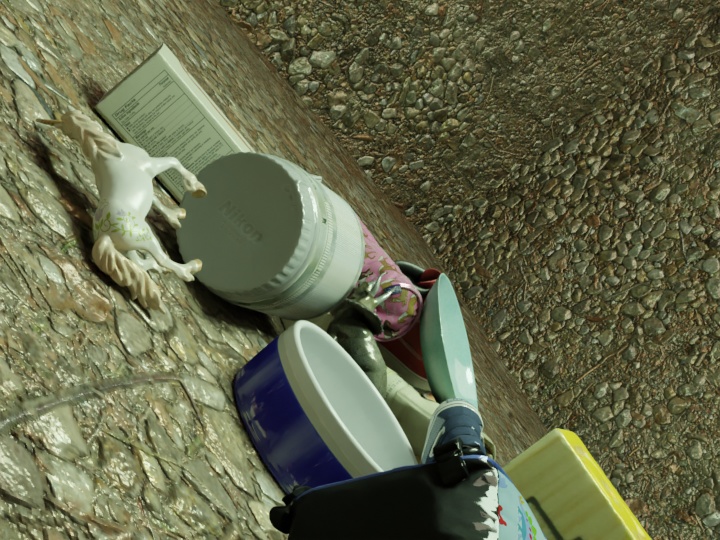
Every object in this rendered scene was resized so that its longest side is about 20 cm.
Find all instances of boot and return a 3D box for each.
[{"bbox_3d":[0.087,0.073,1.214,0.199,0.144,0.073,36,33,-22],"label":"boot"},{"bbox_3d":[0.089,0.206,1.067,0.154,0.072,0.201,28,-22,35],"label":"boot"},{"bbox_3d":[0.083,0.235,0.900,0.090,0.072,0.202,-86,-179,-73],"label":"boot"}]

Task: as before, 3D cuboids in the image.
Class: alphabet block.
[{"bbox_3d":[0.237,0.337,1.145,0.197,0.199,0.195,55,8,19],"label":"alphabet block"}]

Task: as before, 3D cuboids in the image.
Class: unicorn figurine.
[{"bbox_3d":[-0.205,-0.067,0.806,0.137,0.074,0.201,31,27,-40],"label":"unicorn figurine"}]

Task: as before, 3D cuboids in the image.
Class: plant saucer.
[{"bbox_3d":[0.105,0.106,1.120,0.201,0.038,0.203,-13,90,-76],"label":"plant saucer"}]

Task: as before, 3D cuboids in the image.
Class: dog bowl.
[{"bbox_3d":[-0.029,0.151,0.873,0.201,0.079,0.200,52,8,-10],"label":"dog bowl"}]

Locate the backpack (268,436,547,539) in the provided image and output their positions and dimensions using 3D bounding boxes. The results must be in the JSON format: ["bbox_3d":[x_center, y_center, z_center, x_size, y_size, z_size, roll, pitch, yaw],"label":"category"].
[{"bbox_3d":[0.051,0.244,0.626,0.200,0.182,0.148,52,31,-29],"label":"backpack"}]

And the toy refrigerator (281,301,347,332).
[{"bbox_3d":[-0.073,0.027,1.181,0.076,0.070,0.201,35,18,-42],"label":"toy refrigerator"}]

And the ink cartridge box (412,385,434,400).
[{"bbox_3d":[0.086,0.153,1.287,0.202,0.050,0.162,64,30,-13],"label":"ink cartridge box"}]

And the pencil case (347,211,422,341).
[{"bbox_3d":[0.000,0.000,1.127,0.087,0.082,0.200,57,-2,-42],"label":"pencil case"}]

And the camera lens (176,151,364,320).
[{"bbox_3d":[-0.092,-0.033,1.000,0.161,0.159,0.200,55,9,18],"label":"camera lens"}]

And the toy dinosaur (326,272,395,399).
[{"bbox_3d":[-0.011,0.107,0.995,0.077,0.101,0.202,18,62,-64],"label":"toy dinosaur"}]

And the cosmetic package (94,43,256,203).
[{"bbox_3d":[-0.206,-0.156,1.083,0.200,0.103,0.087,51,7,-21],"label":"cosmetic package"}]

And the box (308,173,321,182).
[{"bbox_3d":[-0.128,-0.114,1.275,0.115,0.061,0.200,12,7,5],"label":"box"}]
